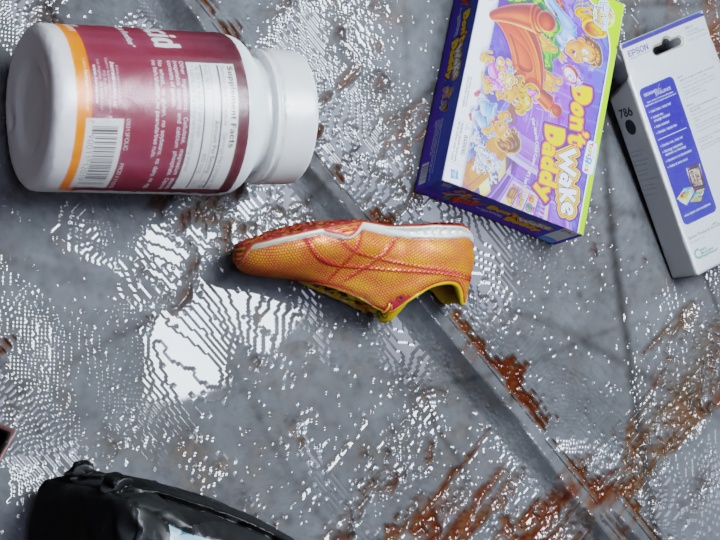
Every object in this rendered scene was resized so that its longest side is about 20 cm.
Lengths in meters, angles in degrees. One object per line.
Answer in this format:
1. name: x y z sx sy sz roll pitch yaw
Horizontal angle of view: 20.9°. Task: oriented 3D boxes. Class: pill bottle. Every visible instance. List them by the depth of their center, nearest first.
1. pill bottle: -0.137 -0.110 1.360 0.198 0.114 0.116 0 81 -29

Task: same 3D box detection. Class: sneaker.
1. sneaker: 0.000 0.000 1.440 0.198 0.073 0.078 2 90 -25

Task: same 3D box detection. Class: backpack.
1. backpack: -0.107 0.214 1.308 0.198 0.163 0.156 9 86 -33

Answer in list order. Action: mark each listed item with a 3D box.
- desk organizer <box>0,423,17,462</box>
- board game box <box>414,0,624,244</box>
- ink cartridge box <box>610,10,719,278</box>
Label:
1. desk organizer: -0.303 0.172 1.242 0.071 0.077 0.201 34 67 -19
2. board game box: 0.128 -0.139 1.546 0.133 0.045 0.202 19 73 -24
3. ink cartridge box: 0.271 -0.104 1.614 0.099 0.039 0.202 -22 98 -29
